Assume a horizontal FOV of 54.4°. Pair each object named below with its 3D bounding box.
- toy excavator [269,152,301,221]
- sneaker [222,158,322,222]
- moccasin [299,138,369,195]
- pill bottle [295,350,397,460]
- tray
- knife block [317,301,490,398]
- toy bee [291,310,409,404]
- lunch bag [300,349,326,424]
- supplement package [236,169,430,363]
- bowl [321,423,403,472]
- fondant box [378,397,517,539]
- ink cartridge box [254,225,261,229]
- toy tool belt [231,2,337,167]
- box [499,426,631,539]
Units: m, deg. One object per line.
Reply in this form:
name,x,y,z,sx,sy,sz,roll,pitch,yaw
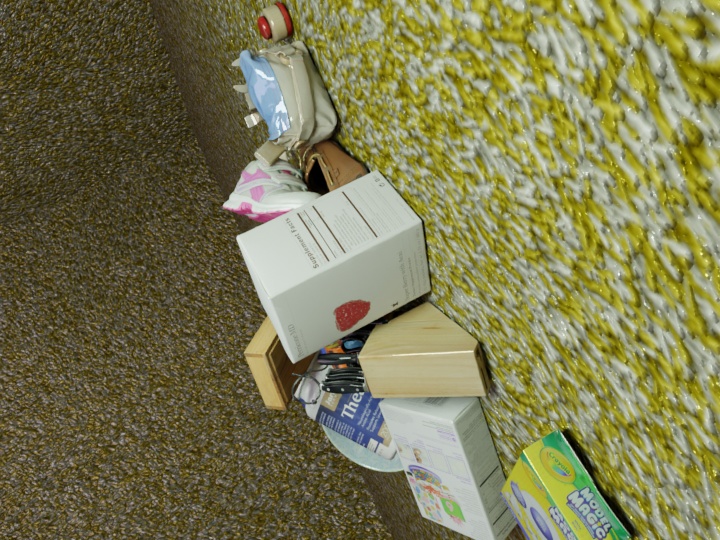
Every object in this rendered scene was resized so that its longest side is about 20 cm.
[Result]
toy excavator,-0.138,-0.170,1.292,0.195,0.097,0.205,130,123,-76
sneaker,-0.115,-0.112,0.959,0.197,0.091,0.080,15,176,45
moccasin,-0.051,-0.133,0.984,0.202,0.076,0.075,49,161,53
pill bottle,-0.015,0.192,1.062,0.196,0.113,0.111,26,160,7
tray,-0.092,0.086,0.989,0.202,0.036,0.100,-61,-37,-47
knife block,0.039,0.117,0.852,0.200,0.173,0.065,40,155,63
toy bee,-0.011,0.099,0.996,0.109,0.194,0.135,-133,41,-67
lunch bag,-0.036,0.204,1.282,0.201,0.150,0.094,51,179,-42
supplement package,-0.030,-0.007,0.850,0.120,0.196,0.123,53,165,42
bowl,0.037,0.230,1.196,0.108,0.196,0.204,-51,-54,-55
fondant box,0.119,0.259,0.950,0.142,0.058,0.204,3,118,51
ink cartridge box,-0.120,0.034,1.217,0.202,0.081,0.148,83,173,-56
toy tool belt,-0.121,-0.252,0.950,0.204,0.121,0.125,65,168,3
box,0.201,0.241,0.703,0.119,0.047,0.202,58,165,28
